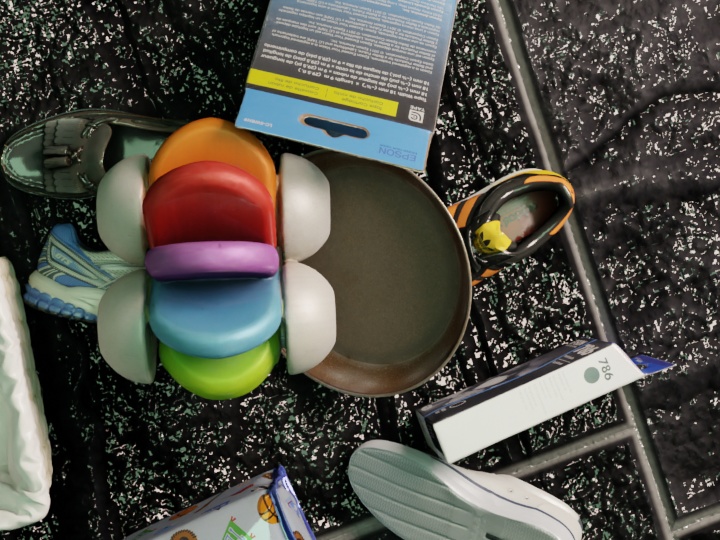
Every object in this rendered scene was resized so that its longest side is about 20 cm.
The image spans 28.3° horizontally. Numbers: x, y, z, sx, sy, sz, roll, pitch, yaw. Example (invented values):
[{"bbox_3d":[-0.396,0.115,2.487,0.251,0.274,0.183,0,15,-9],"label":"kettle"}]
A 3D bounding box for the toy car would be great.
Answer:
[{"bbox_3d":[-0.105,-0.012,1.029,0.173,0.150,0.202,-2,76,-4],"label":"toy car"}]

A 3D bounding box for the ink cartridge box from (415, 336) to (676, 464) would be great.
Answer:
[{"bbox_3d":[0.146,0.095,1.149,0.198,0.099,0.040,-22,92,-6],"label":"ink cartridge box"}]

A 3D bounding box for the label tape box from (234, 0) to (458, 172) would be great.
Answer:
[{"bbox_3d":[-0.011,-0.144,1.086,0.143,0.064,0.201,13,52,-1],"label":"label tape box"}]

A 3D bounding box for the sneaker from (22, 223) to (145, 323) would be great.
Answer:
[{"bbox_3d":[-0.161,0.008,1.127,0.198,0.077,0.086,12,86,-7],"label":"sneaker"}]

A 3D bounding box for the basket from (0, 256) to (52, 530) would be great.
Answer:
[{"bbox_3d":[-0.338,0.099,1.066,0.196,0.161,0.202,-12,92,-6],"label":"basket"}]

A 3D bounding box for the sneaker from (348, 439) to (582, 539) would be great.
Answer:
[{"bbox_3d":[0.085,0.191,1.159,0.199,0.071,0.074,25,110,16],"label":"sneaker"}]

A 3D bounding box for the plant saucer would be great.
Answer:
[{"bbox_3d":[0.000,0.000,1.123,0.198,0.032,0.202,8,109,24],"label":"plant saucer"}]

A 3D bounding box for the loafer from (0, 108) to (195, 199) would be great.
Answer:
[{"bbox_3d":[-0.187,-0.094,1.126,0.198,0.063,0.073,-3,92,-6],"label":"loafer"}]

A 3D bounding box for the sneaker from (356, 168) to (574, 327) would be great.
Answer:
[{"bbox_3d":[0.083,-0.021,1.143,0.199,0.090,0.070,-32,94,-4],"label":"sneaker"}]

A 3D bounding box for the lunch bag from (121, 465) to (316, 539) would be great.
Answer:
[{"bbox_3d":[-0.094,0.282,1.112,0.169,0.124,0.201,-24,92,2],"label":"lunch bag"}]
